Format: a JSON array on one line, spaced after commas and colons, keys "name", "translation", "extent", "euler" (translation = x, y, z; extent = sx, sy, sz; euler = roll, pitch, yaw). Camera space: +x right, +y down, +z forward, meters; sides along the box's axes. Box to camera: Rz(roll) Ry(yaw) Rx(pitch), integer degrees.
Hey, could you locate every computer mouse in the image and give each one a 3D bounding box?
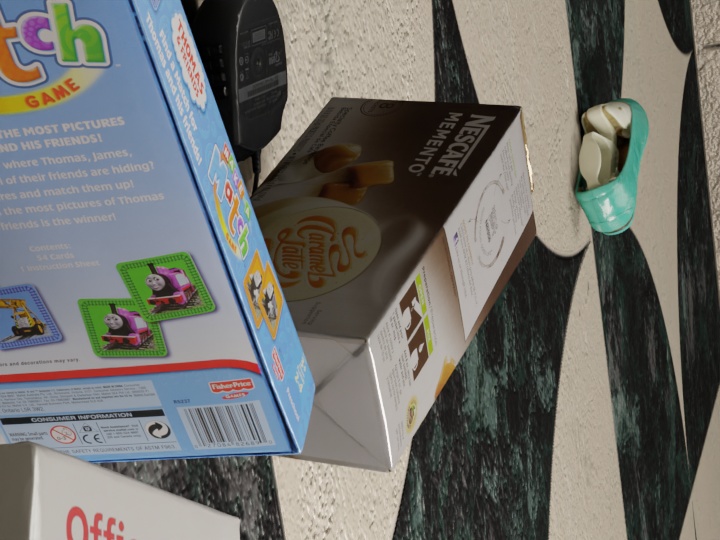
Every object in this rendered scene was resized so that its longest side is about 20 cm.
[{"name": "computer mouse", "translation": [-0.062, -0.047, 0.977], "extent": [0.059, 0.034, 0.202], "euler": [-28, 120, -61]}]

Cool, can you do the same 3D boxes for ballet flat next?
[{"name": "ballet flat", "translation": [0.250, -0.125, 1.949], "extent": [0.071, 0.067, 0.201], "euler": [55, 31, -35]}]

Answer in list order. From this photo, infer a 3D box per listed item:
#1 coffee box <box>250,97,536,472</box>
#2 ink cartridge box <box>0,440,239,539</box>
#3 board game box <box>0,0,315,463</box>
[{"name": "coffee box", "translation": [0.000, 0.000, 0.949], "extent": [0.200, 0.114, 0.080], "euler": [-54, 141, -46]}, {"name": "ink cartridge box", "translation": [-0.124, 0.157, 0.527], "extent": [0.147, 0.143, 0.202], "euler": [42, 46, -67]}, {"name": "board game box", "translation": [-0.111, -0.021, 0.595], "extent": [0.037, 0.150, 0.201], "euler": [-76, 156, -47]}]
